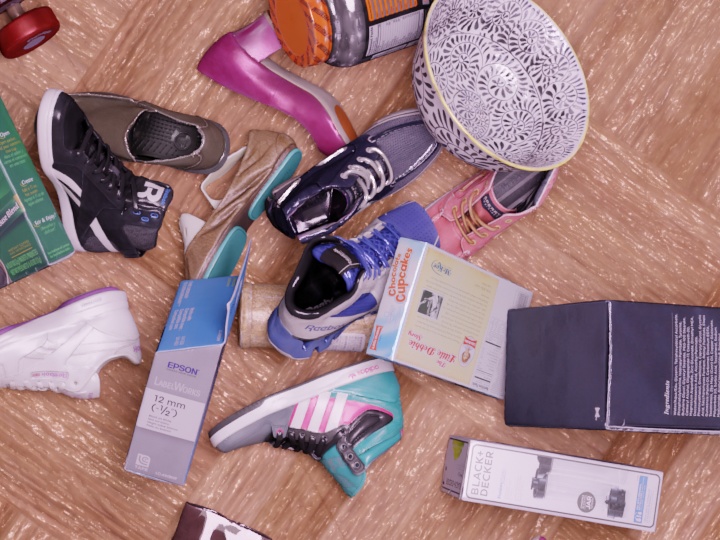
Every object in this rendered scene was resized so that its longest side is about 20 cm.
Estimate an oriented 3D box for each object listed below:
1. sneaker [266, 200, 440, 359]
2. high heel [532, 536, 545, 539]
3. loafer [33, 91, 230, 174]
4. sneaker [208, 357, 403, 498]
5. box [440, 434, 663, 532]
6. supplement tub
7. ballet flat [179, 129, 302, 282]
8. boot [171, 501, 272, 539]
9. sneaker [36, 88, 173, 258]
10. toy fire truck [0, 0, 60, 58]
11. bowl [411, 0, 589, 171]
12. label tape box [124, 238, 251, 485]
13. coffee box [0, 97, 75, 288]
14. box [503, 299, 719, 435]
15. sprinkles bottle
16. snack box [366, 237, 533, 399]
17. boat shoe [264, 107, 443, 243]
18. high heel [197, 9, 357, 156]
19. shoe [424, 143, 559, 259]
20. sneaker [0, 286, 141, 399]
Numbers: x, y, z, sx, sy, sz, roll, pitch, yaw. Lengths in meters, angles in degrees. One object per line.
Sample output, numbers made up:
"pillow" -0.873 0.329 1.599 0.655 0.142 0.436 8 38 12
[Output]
"sneaker" -0.001 0.000 1.500 0.199 0.115 0.081 -37 76 -20
"high heel" 0.155 0.369 1.567 0.096 0.067 0.201 32 89 8
"loafer" -0.230 -0.142 1.554 0.198 0.070 0.076 6 86 5
"sneaker" -0.042 0.174 1.564 0.199 0.084 0.122 -20 80 -8
"box" 0.188 0.211 1.569 0.198 0.117 0.061 10 86 -5
"supplement tub" 0.017 -0.275 1.552 0.199 0.122 0.123 -21 89 -23
"ballet flat" -0.137 -0.058 1.578 0.072 0.068 0.201 29 83 16
"boot" -0.124 0.342 1.546 0.199 0.072 0.167 28 86 -1
"sneaker" -0.236 -0.094 1.501 0.111 0.201 0.073 5 51 9
"toy fire truck" -0.384 -0.255 1.502 0.199 0.168 0.113 -31 90 -7
"bowl" 0.118 -0.172 1.526 0.200 0.094 0.202 15 61 -30
"label tape box" -0.162 0.078 1.482 0.066 0.144 0.201 15 116 -4
"coffee box" -0.368 -0.083 1.515 0.122 0.044 0.201 -20 97 37
"box" 0.270 0.097 1.520 0.195 0.200 0.125 3 85 -23
"sprinkles bottle" -0.023 0.049 1.577 0.198 0.068 0.069 2 86 -6
"snack box" 0.091 0.050 1.542 0.199 0.037 0.117 23 82 -50
"boat shoe" 0.004 -0.088 1.526 0.199 0.093 0.075 -33 107 -2
"high heel" -0.077 -0.158 1.594 0.096 0.067 0.201 -33 102 15
"shoe" 0.115 -0.058 1.587 0.200 0.091 0.072 -39 91 -7
"sneaker" -0.309 0.092 1.537 0.199 0.075 0.100 -24 88 -7
